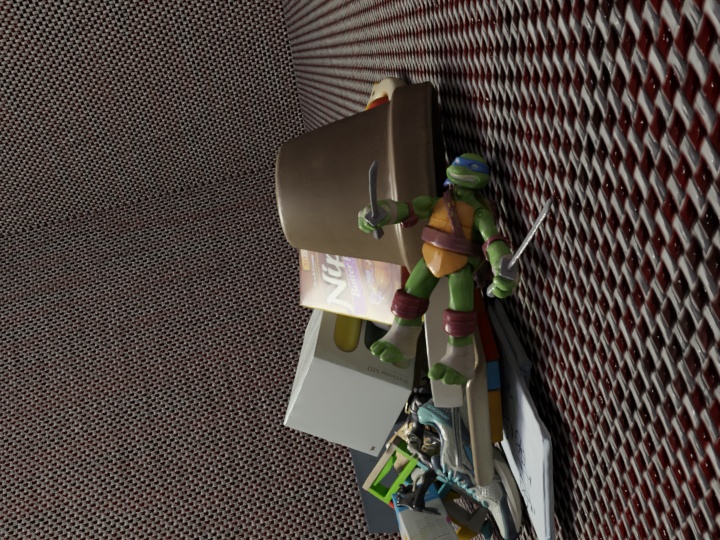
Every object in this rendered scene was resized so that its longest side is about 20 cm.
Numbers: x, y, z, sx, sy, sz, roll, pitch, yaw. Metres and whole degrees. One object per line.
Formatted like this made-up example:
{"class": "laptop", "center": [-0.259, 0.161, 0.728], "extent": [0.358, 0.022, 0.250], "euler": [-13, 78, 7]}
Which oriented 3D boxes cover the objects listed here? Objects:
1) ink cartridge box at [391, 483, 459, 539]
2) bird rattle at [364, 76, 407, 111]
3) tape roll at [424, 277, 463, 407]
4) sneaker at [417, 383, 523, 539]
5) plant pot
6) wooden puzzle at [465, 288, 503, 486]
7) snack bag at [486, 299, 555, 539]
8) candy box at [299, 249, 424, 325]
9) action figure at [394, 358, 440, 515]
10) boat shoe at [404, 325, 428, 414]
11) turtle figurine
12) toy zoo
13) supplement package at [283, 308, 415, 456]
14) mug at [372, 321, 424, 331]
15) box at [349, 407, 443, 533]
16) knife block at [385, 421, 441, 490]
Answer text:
{"class": "ink cartridge box", "center": [0.107, 0.405, 1.306], "extent": [0.201, 0.067, 0.117], "euler": [-117, 11, -57]}
{"class": "bird rattle", "center": [0.022, -0.171, 1.240], "extent": [0.200, 0.110, 0.166], "euler": [-124, 47, -76]}
{"class": "tape roll", "center": [0.099, 0.060, 1.131], "extent": [0.203, 0.036, 0.207], "euler": [-4, -90, -83]}
{"class": "sneaker", "center": [0.134, 0.245, 1.180], "extent": [0.078, 0.085, 0.203], "euler": [93, 154, -70]}
{"class": "plant pot", "center": [0.004, -0.091, 1.011], "extent": [0.200, 0.171, 0.205], "euler": [-4, -90, -81]}
{"class": "wooden puzzle", "center": [0.125, 0.094, 1.004], "extent": [0.202, 0.036, 0.187], "euler": [-91, -7, -46]}
{"class": "snack bag", "center": [0.167, 0.162, 0.966], "extent": [0.201, 0.021, 0.191], "euler": [-105, 4, -54]}
{"class": "candy box", "center": [0.000, 0.000, 1.261], "extent": [0.198, 0.056, 0.119], "euler": [9, 103, 47]}
{"class": "action figure", "center": [0.106, 0.229, 1.301], "extent": [0.119, 0.100, 0.204], "euler": [61, -140, -75]}
{"class": "boat shoe", "center": [0.090, 0.122, 1.490], "extent": [0.073, 0.062, 0.205], "euler": [86, 179, -76]}
{"class": "turtle figurine", "center": [0.062, -0.002, 0.829], "extent": [0.200, 0.141, 0.198], "euler": [-98, 18, -75]}
{"class": "toy zoo", "center": [0.110, 0.338, 1.404], "extent": [0.021, 0.198, 0.132], "euler": [-52, -6, -46]}
{"class": "supplement package", "center": [-0.008, 0.131, 1.398], "extent": [0.202, 0.149, 0.152], "euler": [-79, 11, -51]}
{"class": "mug", "center": [0.043, -0.006, 1.330], "extent": [0.187, 0.147, 0.155], "euler": [70, 175, -62]}
{"class": "box", "center": [0.072, 0.320, 1.661], "extent": [0.200, 0.115, 0.200], "euler": [-44, -57, -67]}
{"class": "knife block", "center": [0.137, 0.271, 1.476], "extent": [0.201, 0.173, 0.065], "euler": [-54, 46, 31]}
